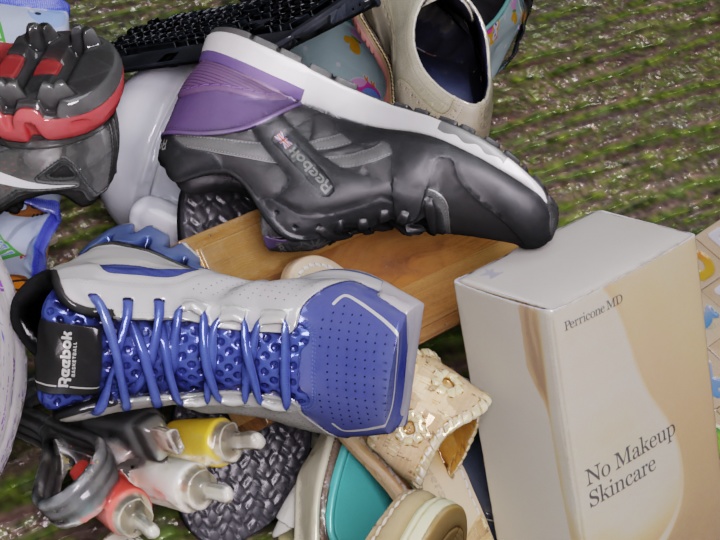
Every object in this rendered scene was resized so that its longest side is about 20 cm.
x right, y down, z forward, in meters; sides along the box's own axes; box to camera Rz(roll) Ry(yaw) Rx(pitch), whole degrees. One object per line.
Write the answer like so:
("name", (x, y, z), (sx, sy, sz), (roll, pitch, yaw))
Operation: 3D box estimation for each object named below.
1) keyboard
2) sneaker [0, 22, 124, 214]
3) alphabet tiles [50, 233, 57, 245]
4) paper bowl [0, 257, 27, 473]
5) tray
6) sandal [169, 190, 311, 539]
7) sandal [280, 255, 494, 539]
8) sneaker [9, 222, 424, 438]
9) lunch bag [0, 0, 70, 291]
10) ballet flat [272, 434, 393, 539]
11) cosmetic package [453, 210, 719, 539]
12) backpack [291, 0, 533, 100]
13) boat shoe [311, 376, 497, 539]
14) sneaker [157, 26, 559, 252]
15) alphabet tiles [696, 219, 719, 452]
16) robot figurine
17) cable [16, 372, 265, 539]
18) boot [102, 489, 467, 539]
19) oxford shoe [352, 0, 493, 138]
("keyboard", (-0.077, -0.147, 0.854), (0.199, 0.040, 0.104), (2, 28, 46))
("sneaker", (-0.205, -0.074, 0.756), (0.198, 0.099, 0.071), (7, 46, 14))
("alphabet tiles", (-0.285, -0.010, 0.881), (0.199, 0.006, 0.166), (-28, 61, -32))
("paper bowl", (-0.252, 0.049, 0.731), (0.198, 0.104, 0.203), (-2, 85, 17))
("tray", (0.000, 0.000, 0.804), (0.199, 0.037, 0.099), (-25, 86, -34))
("sandal", (-0.067, 0.044, 0.809), (0.074, 0.045, 0.202), (2, 76, -17))
("sandal", (0.039, 0.080, 0.735), (0.077, 0.069, 0.214), (-34, 102, -52))
("sneaker", (-0.080, 0.038, 0.676), (0.198, 0.082, 0.115), (13, 19, 28))
("lunch bag", (-0.269, -0.072, 0.854), (0.198, 0.124, 0.171), (7, 48, -18))
("ballet flat", (-0.018, 0.149, 0.746), (0.069, 0.070, 0.202), (9, 61, -5))
("cosmetic package", (0.118, 0.084, 0.754), (0.105, 0.202, 0.071), (-26, 26, -30))
("backpack", (0.019, -0.168, 0.990), (0.174, 0.154, 0.200), (22, 37, 6))
("boat shoe", (0.029, 0.083, 0.831), (0.199, 0.062, 0.075), (35, 51, 18))
("sneaker", (-0.004, -0.038, 0.744), (0.198, 0.076, 0.088), (24, 79, 14))
("alphabet tiles", (0.248, 0.046, 0.952), (0.199, 0.008, 0.167), (-30, 61, -32))
("robot figurine", (-0.071, -0.055, 0.896), (0.198, 0.114, 0.170), (22, 32, 7))
("cable", (-0.135, 0.092, 0.745), (0.097, 0.051, 0.199), (-35, 20, -31))
("boot", (-0.055, 0.154, 0.675), (0.154, 0.201, 0.072), (34, 7, 29))
("oxford shoe", (0.041, -0.138, 0.837), (0.070, 0.074, 0.202), (2, 54, -21))
